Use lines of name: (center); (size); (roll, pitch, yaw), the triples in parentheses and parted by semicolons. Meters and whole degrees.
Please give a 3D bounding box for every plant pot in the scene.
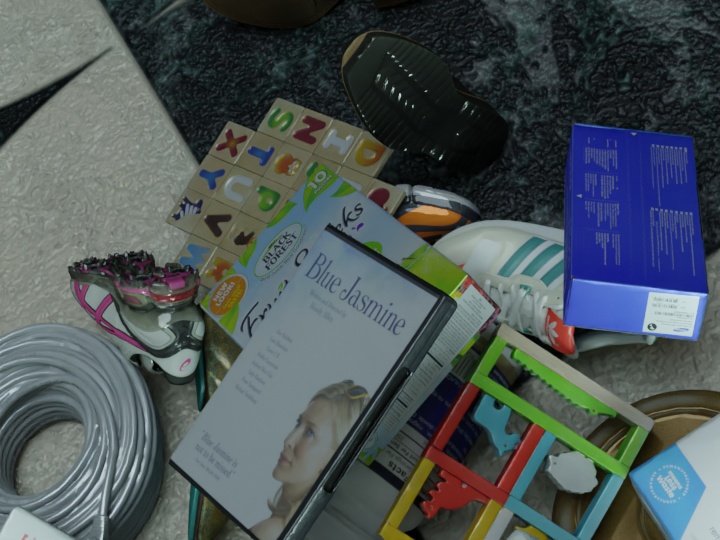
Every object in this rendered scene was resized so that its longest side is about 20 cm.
plant pot: (0.228, 0.173, 1.173); (0.198, 0.028, 0.202); (-8, 63, 15)

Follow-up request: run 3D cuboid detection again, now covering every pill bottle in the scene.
pill bottle: (0.020, 0.115, 1.221); (0.115, 0.116, 0.201); (30, 78, 28)

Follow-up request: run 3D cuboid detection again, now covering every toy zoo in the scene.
toy zoo: (0.100, 0.156, 1.163); (0.131, 0.020, 0.201); (32, 80, -3)

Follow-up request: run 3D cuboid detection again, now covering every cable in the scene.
cable: (-0.248, 0.144, 1.329); (0.198, 0.069, 0.202); (13, 70, 25)

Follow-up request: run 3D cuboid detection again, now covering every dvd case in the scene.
dvd case: (-0.035, 0.076, 1.119); (0.201, 0.018, 0.142); (-56, 40, -3)

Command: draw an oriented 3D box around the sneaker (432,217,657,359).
sneaker: (0.132, 0.017, 1.229); (0.198, 0.071, 0.094); (4, 33, 12)

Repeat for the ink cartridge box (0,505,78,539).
ink cartridge box: (-0.197, 0.278, 1.188); (0.199, 0.084, 0.147); (31, 77, -2)

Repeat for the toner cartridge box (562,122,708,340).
toner cartridge box: (0.194, -0.032, 1.208); (0.094, 0.043, 0.201); (8, 37, 2)

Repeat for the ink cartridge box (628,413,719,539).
ink cartridge box: (0.293, 0.134, 1.114); (0.199, 0.068, 0.116); (-34, 60, 1)

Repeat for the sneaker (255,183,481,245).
sneaker: (0.000, 0.000, 1.315); (0.198, 0.077, 0.113); (-6, 67, 28)

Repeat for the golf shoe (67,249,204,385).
golf shoe: (-0.180, 0.035, 1.326); (0.072, 0.093, 0.200); (-10, 13, -23)

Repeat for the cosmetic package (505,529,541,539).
cosmetic package: (0.129, 0.288, 1.039); (0.165, 0.200, 0.165); (-49, 59, 4)

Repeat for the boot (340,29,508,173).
boot: (0.016, -0.155, 1.310); (0.078, 0.200, 0.138); (-47, 55, 6)

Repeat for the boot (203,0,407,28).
boot: (-0.042, -0.297, 1.467); (0.198, 0.074, 0.156); (-4, 65, 4)

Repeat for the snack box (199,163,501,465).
snack box: (-0.012, 0.026, 1.191); (0.142, 0.053, 0.200); (-48, 41, -2)

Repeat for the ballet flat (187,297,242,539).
ballet flat: (-0.099, 0.115, 1.297); (0.070, 0.071, 0.202); (-9, 64, 15)

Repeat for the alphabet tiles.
alphabet tiles: (-0.062, -0.049, 1.320); (0.199, 0.006, 0.167); (24, 77, 38)
